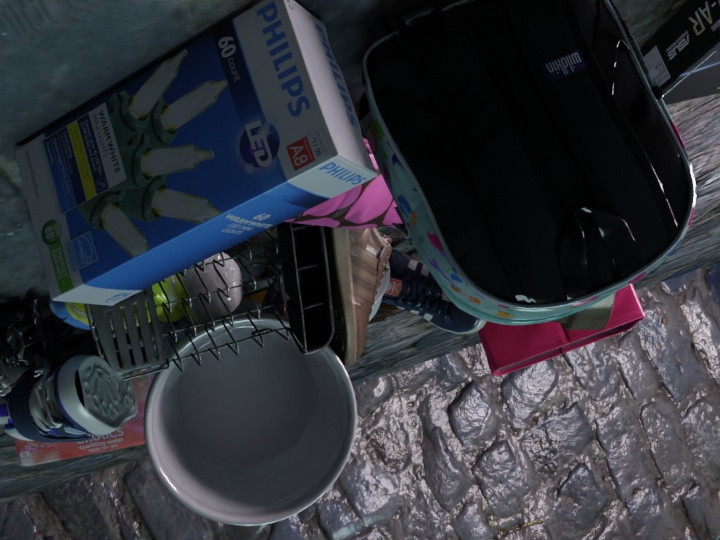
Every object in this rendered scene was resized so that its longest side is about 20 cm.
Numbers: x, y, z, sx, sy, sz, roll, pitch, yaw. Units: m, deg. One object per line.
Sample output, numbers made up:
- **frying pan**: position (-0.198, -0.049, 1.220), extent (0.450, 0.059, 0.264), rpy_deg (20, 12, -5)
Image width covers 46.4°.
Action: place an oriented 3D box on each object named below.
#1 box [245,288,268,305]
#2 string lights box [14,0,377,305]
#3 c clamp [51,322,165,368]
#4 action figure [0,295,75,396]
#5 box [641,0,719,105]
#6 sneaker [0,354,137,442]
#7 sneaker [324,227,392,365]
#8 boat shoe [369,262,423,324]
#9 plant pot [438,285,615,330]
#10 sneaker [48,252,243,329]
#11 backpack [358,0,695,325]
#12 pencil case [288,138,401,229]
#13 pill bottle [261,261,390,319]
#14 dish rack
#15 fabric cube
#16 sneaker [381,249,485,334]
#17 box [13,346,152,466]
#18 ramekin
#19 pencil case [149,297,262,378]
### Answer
- **box**: position (-0.144, 0.064, 1.132), extent (0.200, 0.042, 0.119), rpy_deg (-18, 168, 2)
- **string lights box**: position (-0.101, -0.064, 0.495), extent (0.200, 0.103, 0.059), rpy_deg (-25, 166, 20)
- **c clamp**: position (-0.277, 0.070, 0.938), extent (0.200, 0.027, 0.171), rpy_deg (-29, 177, 39)
- **action figure**: position (-0.355, 0.089, 0.777), extent (0.200, 0.102, 0.119), rpy_deg (-10, 153, -31)
- **box**: position (0.333, -0.207, 0.673), extent (0.160, 0.044, 0.200), rpy_deg (-14, 166, -20)
- **sneaker**: position (-0.323, 0.142, 0.862), extent (0.146, 0.081, 0.200), rpy_deg (-13, 171, -3)
- **sneaker**: position (0.000, 0.000, 0.789), extent (0.075, 0.070, 0.200), rpy_deg (-19, 126, -24)
- **boat shoe**: position (0.021, 0.037, 1.200), extent (0.200, 0.071, 0.070), rpy_deg (-15, 163, 21)
- **plant pot**: position (0.171, -0.031, 0.917), extent (0.173, 0.201, 0.200), rpy_deg (-2, 168, 2)
- **sneaker**: position (-0.207, 0.017, 0.804), extent (0.105, 0.076, 0.200), rpy_deg (-5, 177, 33)
- **backpack**: position (0.104, -0.066, 0.537), extent (0.177, 0.200, 0.151), rpy_deg (-25, 165, -5)
- **pencil case**: position (-0.012, -0.075, 0.636), extent (0.094, 0.091, 0.200), rpy_deg (-46, 158, 27)
- **pill bottle**: position (-0.041, 0.027, 0.947), extent (0.116, 0.116, 0.200), rpy_deg (-15, 167, -20)
- **dish rack**: position (-0.127, 0.014, 0.706), extent (0.200, 0.154, 0.055), rpy_deg (-15, -157, -22)
- **fabric cube**: position (0.235, 0.013, 1.116), extent (0.200, 0.200, 0.196), rpy_deg (-21, 168, 7)
- **sneaker**: position (0.064, 0.024, 1.021), extent (0.084, 0.075, 0.200), rpy_deg (6, -169, -43)
- **box**: position (-0.315, 0.161, 1.028), extent (0.200, 0.095, 0.103), rpy_deg (-10, -167, -2)
- **ramekin**: position (-0.109, 0.137, 0.828), extent (0.200, 0.201, 0.105), rpy_deg (-17, -173, -9)
- **pencil case**: position (-0.168, 0.086, 0.973), extent (0.083, 0.091, 0.200), rpy_deg (-25, 180, 15)
